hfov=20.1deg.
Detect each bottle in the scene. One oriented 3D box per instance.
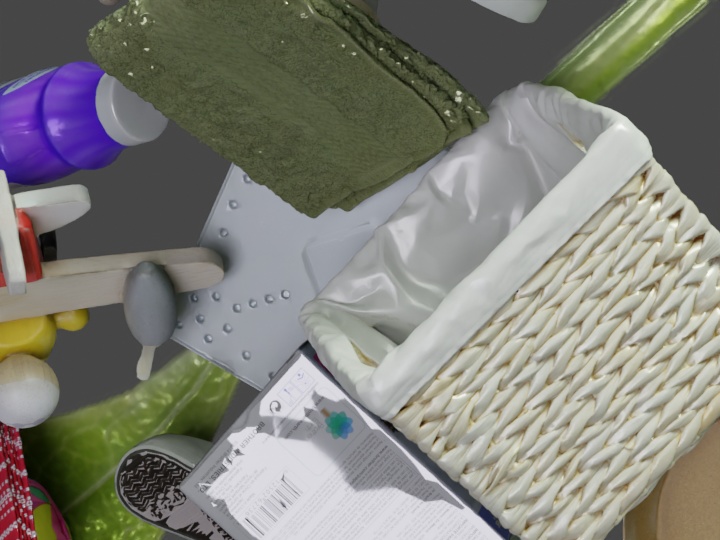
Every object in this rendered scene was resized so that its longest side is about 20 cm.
[{"bbox_3d":[-0.200,-0.087,1.243,0.199,0.083,0.066,-8,110,43],"label":"bottle"}]

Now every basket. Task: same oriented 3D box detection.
[{"bbox_3d":[0.098,0.024,1.104,0.161,0.198,0.200,43,90,-16],"label":"basket"}]

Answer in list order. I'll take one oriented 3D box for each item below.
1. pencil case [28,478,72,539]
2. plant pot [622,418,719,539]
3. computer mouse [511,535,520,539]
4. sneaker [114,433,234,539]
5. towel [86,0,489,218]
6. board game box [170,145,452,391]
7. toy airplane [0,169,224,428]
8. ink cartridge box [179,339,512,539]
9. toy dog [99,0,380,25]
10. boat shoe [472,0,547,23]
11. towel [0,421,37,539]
[{"bbox_3d":[-0.292,0.199,1.376,0.199,0.088,0.089,-18,97,24],"label":"pencil case"},{"bbox_3d":[0.256,0.159,1.209,0.199,0.027,0.201,5,106,19],"label":"plant pot"},{"bbox_3d":[0.067,0.168,1.249,0.109,0.044,0.200,-33,102,20],"label":"computer mouse"},{"bbox_3d":[-0.055,0.158,1.289,0.199,0.085,0.073,32,103,4],"label":"sneaker"},{"bbox_3d":[-0.042,-0.107,1.143,0.200,0.037,0.148,33,138,-28],"label":"towel"},{"bbox_3d":[0.000,0.000,1.257,0.199,0.026,0.201,30,111,10],"label":"board game box"},{"bbox_3d":[-0.209,0.023,1.229,0.199,0.199,0.142,-16,80,32],"label":"toy airplane"},{"bbox_3d":[0.003,0.151,1.213,0.200,0.042,0.119,43,108,2],"label":"ink cartridge box"},{"bbox_3d":[-0.068,-0.162,1.204,0.199,0.132,0.097,25,151,21],"label":"toy dog"},{"bbox_3d":[0.037,-0.223,1.163,0.200,0.071,0.064,42,114,7],"label":"boat shoe"},{"bbox_3d":[-0.281,0.146,1.332,0.144,0.022,0.201,-27,59,18],"label":"towel"}]
